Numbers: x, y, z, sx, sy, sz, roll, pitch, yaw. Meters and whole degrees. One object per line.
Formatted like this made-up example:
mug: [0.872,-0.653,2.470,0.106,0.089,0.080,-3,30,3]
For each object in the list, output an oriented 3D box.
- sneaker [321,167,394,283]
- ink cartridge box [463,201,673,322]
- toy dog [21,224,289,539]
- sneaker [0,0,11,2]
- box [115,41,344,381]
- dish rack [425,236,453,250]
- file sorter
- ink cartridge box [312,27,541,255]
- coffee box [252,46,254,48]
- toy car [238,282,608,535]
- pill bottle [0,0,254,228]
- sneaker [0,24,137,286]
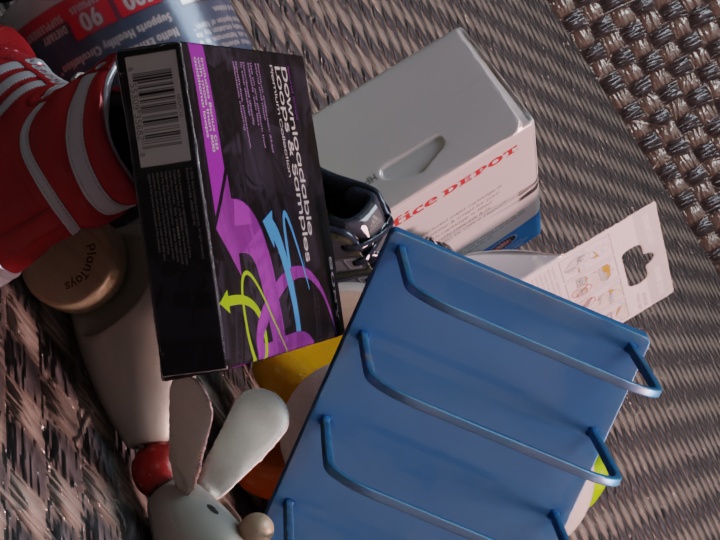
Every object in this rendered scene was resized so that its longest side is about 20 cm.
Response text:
sneaker: [0.000,0.000,1.509,0.200,0.081,0.074,35,53,-3]
ink cartridge box: [0.103,0.023,1.752,0.057,0.200,0.163,53,-5,24]
toy dog: [-0.079,0.049,1.279,0.200,0.096,0.132,62,13,-2]
sneaker: [-0.169,-0.185,1.464,0.090,0.070,0.200,52,14,-28]
box: [-0.056,-0.030,1.224,0.200,0.036,0.143,-14,96,-77]
dish rack: [0.039,0.086,1.601,0.153,0.055,0.200,54,39,-37]
file sorter: [0.041,0.105,1.264,0.139,0.200,0.123,23,9,-7]
ink cartridge box: [0.031,-0.050,1.679,0.084,0.146,0.200,56,-7,20]
coffee box: [-0.105,-0.115,1.563,0.123,0.044,0.200,49,15,3]
toy car: [0.027,0.107,1.425,0.200,0.150,0.175,17,17,-8]
pill bottle: [-0.096,-0.064,1.394,0.200,0.120,0.120,63,13,3]
sneaker: [-0.139,-0.074,1.256,0.071,0.112,0.200,55,15,-32]
